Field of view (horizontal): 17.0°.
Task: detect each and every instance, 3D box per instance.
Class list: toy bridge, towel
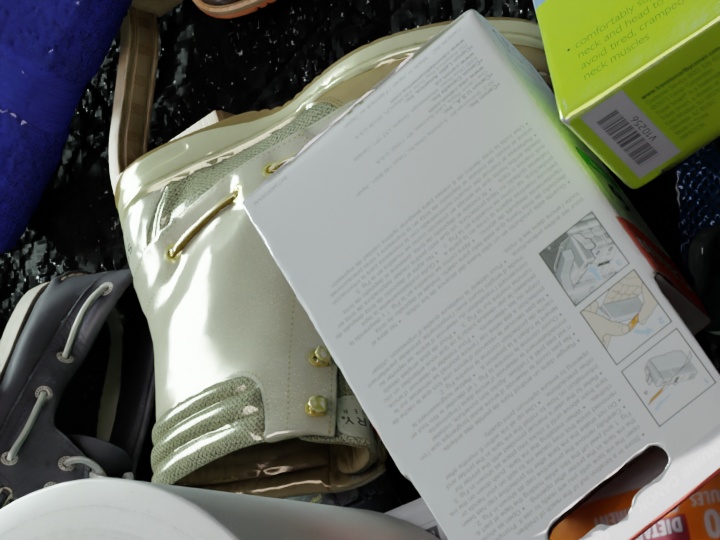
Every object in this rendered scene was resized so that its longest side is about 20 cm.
[{"bbox_3d":[-0.076,-0.046,1.039,0.067,0.027,0.200,-32,64,30],"label":"toy bridge"},{"bbox_3d":[-0.174,-0.125,1.075,0.148,0.050,0.200,34,119,9],"label":"towel"}]

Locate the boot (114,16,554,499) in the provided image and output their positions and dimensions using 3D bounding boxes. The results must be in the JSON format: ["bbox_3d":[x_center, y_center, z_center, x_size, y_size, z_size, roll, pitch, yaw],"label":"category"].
[{"bbox_3d":[0.000,0.000,0.915,0.200,0.072,0.155,-22,54,20],"label":"boot"}]

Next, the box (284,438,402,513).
[{"bbox_3d":[-0.051,0.179,0.964,0.200,0.050,0.158,-38,60,26],"label":"box"}]

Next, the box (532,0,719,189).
[{"bbox_3d":[0.113,-0.133,0.823,0.122,0.048,0.200,-33,38,22],"label":"box"}]

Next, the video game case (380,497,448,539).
[{"bbox_3d":[-0.014,0.196,0.888,0.200,0.023,0.182,-26,67,29],"label":"video game case"}]

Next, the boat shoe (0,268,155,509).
[{"bbox_3d":[-0.124,0.079,0.991,0.063,0.073,0.200,-19,43,33],"label":"boat shoe"}]

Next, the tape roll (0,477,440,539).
[{"bbox_3d":[-0.050,0.176,0.818,0.202,0.139,0.203,-7,77,34],"label":"tape roll"}]

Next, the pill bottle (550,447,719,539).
[{"bbox_3d":[0.126,0.161,0.792,0.113,0.113,0.200,-22,69,33],"label":"pill bottle"}]

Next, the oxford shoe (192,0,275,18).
[{"bbox_3d":[-0.019,-0.188,0.992,0.200,0.073,0.071,-48,57,21],"label":"oxford shoe"}]

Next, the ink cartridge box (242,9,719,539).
[{"bbox_3d":[0.051,0.019,0.804,0.109,0.050,0.200,-40,55,11],"label":"ink cartridge box"}]

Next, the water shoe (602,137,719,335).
[{"bbox_3d":[0.115,-0.077,0.865,0.071,0.079,0.200,-23,68,32],"label":"water shoe"}]
